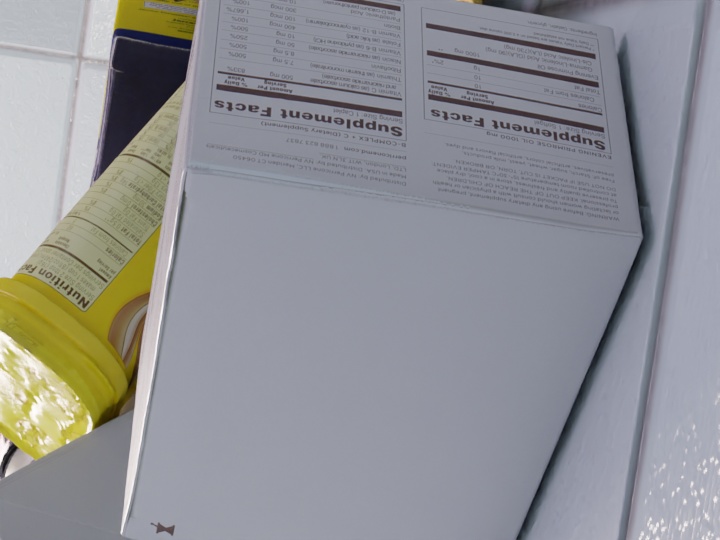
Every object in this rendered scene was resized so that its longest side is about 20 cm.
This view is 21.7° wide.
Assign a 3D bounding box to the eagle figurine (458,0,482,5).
[{"bbox_3d":[0.011,-0.128,0.778,0.151,0.149,0.203,-2,-84,-62],"label":"eagle figurine"}]

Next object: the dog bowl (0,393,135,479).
[{"bbox_3d":[-0.142,0.091,1.136,0.200,0.074,0.200,-41,-16,-14],"label":"dog bowl"}]

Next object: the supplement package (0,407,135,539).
[{"bbox_3d":[-0.095,0.191,0.976,0.192,0.146,0.200,58,159,14],"label":"supplement package"}]

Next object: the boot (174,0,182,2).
[{"bbox_3d":[-0.059,-0.245,1.009,0.074,0.152,0.205,-91,-15,-55],"label":"boot"}]

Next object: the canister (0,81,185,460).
[{"bbox_3d":[-0.117,-0.005,0.994,0.201,0.086,0.149,-52,-3,-25],"label":"canister"}]

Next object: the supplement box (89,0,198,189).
[{"bbox_3d":[-0.105,-0.123,1.177,0.201,0.108,0.110,-97,18,-63],"label":"supplement box"}]

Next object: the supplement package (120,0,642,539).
[{"bbox_3d":[0.000,0.008,0.702,0.201,0.154,0.112,106,169,-45],"label":"supplement package"}]

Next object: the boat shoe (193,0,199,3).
[{"bbox_3d":[-0.058,-0.244,1.117,0.074,0.068,0.202,111,172,-73],"label":"boat shoe"}]
